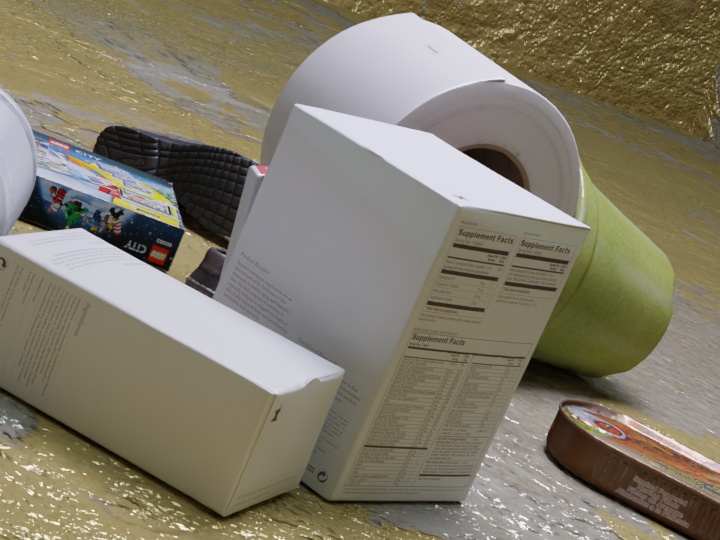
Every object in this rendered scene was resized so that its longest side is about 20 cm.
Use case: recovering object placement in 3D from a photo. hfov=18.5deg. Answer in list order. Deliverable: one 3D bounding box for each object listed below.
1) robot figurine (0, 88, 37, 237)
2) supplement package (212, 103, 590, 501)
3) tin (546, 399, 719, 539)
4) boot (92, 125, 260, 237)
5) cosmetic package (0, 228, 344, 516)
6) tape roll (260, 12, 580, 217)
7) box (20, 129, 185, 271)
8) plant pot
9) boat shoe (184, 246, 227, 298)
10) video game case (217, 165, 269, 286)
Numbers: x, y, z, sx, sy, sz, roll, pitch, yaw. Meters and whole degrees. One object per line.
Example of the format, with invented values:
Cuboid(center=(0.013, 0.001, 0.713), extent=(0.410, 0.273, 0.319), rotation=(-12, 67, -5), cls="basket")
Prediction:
Cuboid(center=(-0.260, -0.056, 1.348), extent=(0.112, 0.171, 0.200), rotation=(1, 19, 2), cls="robot figurine")
Cuboid(center=(0.014, 0.023, 1.409), extent=(0.152, 0.201, 0.150), rotation=(33, 15, 35), cls="supplement package")
Cuboid(center=(0.230, 0.157, 1.641), extent=(0.199, 0.042, 0.112), rotation=(27, 9, 13), cls="tin")
Cuboid(center=(-0.119, -0.080, 1.897), extent=(0.199, 0.070, 0.132), rotation=(26, 11, 22), cls="boot")
Cuboid(center=(-0.123, 0.054, 1.294), extent=(0.199, 0.085, 0.108), rotation=(29, 14, 19), cls="cosmetic package")
Cuboid(center=(0.044, -0.071, 1.640), extent=(0.202, 0.203, 0.139), rotation=(15, 18, -36), cls="tape roll")
Cuboid(center=(-0.238, -0.068, 1.708), extent=(0.199, 0.038, 0.137), rotation=(21, 13, -15), cls="box")
Cuboid(center=(0.165, 0.001, 1.876), extent=(0.184, 0.201, 0.200), rotation=(29, 6, -39), cls="plant pot")
Cuboid(center=(-0.056, 0.018, 1.602), extent=(0.074, 0.074, 0.200), rotation=(30, 14, 25), cls="boat shoe")
Cuboid(center=(0.000, 0.000, 1.526), extent=(0.199, 0.144, 0.017), rotation=(3, 28, -27), cls="video game case")
